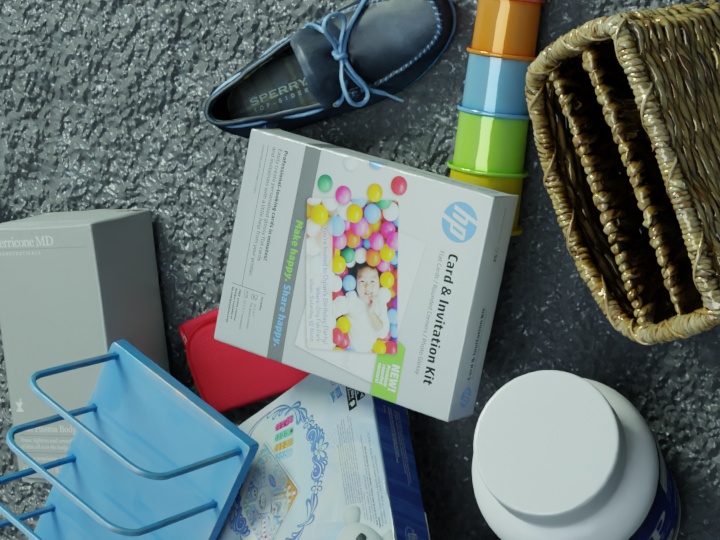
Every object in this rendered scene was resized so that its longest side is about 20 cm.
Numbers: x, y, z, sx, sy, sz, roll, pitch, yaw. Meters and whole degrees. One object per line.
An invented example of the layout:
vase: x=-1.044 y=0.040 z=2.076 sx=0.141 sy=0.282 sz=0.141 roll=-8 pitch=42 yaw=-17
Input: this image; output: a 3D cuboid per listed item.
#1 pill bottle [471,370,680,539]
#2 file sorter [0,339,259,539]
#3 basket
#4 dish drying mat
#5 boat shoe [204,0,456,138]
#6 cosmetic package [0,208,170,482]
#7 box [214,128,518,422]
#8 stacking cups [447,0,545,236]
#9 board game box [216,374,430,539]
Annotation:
pill bottle: x=0.136 y=0.135 z=1.187 sx=0.119 sy=0.200 sz=0.121 roll=-6 pitch=69 yaw=15
file sorter: x=-0.192 y=0.178 z=1.317 sx=0.138 sy=0.122 sz=0.201 roll=35 pitch=113 yaw=24
basket: x=0.172 y=-0.056 z=1.171 sx=0.142 sy=0.149 sz=0.201 roll=-20 pitch=89 yaw=38
dish drying mat: x=-0.047 y=0.046 z=1.380 sx=0.199 sy=0.018 sz=0.077 roll=-21 pitch=90 yaw=28
boat shoe: x=-0.022 y=-0.137 z=1.306 sx=0.199 sy=0.069 sz=0.085 roll=-31 pitch=85 yaw=28
cosmetic package: x=-0.212 y=0.055 z=1.427 sx=0.106 sy=0.090 sz=0.202 roll=-4 pitch=101 yaw=29
box: x=0.000 y=0.000 z=1.272 sx=0.199 sy=0.041 sz=0.157 roll=18 pitch=103 yaw=28
stacking cups: x=0.094 y=-0.126 z=1.255 sx=0.060 sy=0.060 sz=0.202 roll=13 pitch=105 yaw=24
board game box: x=-0.041 y=0.181 z=1.320 sx=0.199 sy=0.043 sz=0.201 roll=-36 pitch=45 yaw=30
